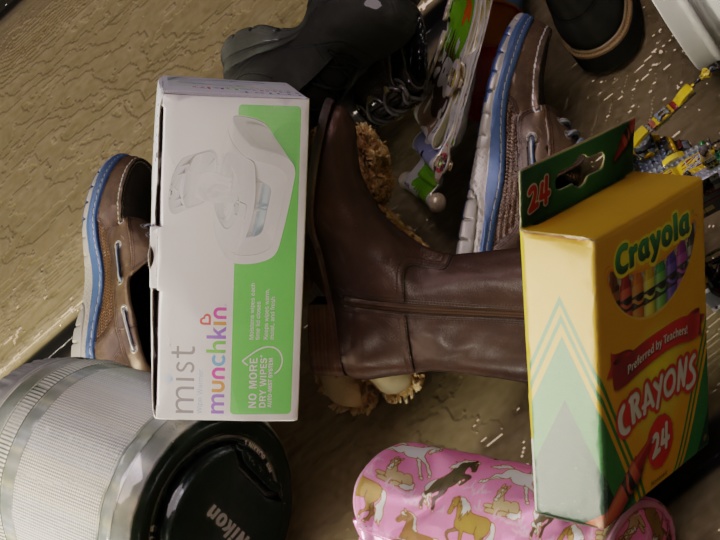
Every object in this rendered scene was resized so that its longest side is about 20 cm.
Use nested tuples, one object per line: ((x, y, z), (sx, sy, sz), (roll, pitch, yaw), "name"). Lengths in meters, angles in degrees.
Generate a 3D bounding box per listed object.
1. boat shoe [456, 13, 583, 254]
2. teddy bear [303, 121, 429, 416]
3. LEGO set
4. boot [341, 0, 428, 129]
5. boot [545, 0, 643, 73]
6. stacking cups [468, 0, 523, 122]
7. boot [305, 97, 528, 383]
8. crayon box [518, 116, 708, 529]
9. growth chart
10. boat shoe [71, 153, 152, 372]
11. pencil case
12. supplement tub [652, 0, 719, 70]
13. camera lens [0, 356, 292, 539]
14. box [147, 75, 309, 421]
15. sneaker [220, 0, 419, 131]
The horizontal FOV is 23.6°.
((0.114, -0.073, 1.168), (0.072, 0.072, 0.201), (10, 82, 6), "boat shoe")
((0.000, 0.000, 1.187), (0.145, 0.066, 0.201), (-47, 56, 49), "teddy bear")
((0.240, -0.078, 1.053), (0.199, 0.116, 0.155), (-22, 51, 23), "LEGO set")
((-0.021, -0.099, 1.266), (0.174, 0.069, 0.201), (-28, 45, 40), "boot")
((0.141, -0.257, 1.227), (0.077, 0.138, 0.201), (-27, 48, 20), "boot")
((0.094, -0.204, 1.283), (0.060, 0.060, 0.201), (-12, 57, 30), "stacking cups")
((0.067, -0.016, 1.085), (0.198, 0.188, 0.064), (1, 17, 8), "boot")
((0.144, 0.027, 0.965), (0.051, 0.201, 0.127), (9, 24, 37), "crayon box")
((0.063, -0.143, 1.222), (0.145, 0.018, 0.201), (-154, 77, -78), "growth chart")
((-0.173, -0.001, 1.350), (0.072, 0.072, 0.201), (-9, 67, 26), "boat shoe")
((0.091, 0.159, 1.038), (0.199, 0.083, 0.087), (7, 79, 38), "pencil case")
((0.273, -0.233, 1.109), (0.199, 0.144, 0.145), (-31, 48, 16), "supplement tub")
((-0.158, 0.149, 1.172), (0.199, 0.160, 0.161), (12, 70, 41), "camera lens")
((-0.090, -0.020, 1.112), (0.176, 0.096, 0.202), (-134, 46, -79), "box")
((-0.031, -0.139, 1.217), (0.200, 0.076, 0.091), (-22, 52, 49), "sneaker")
